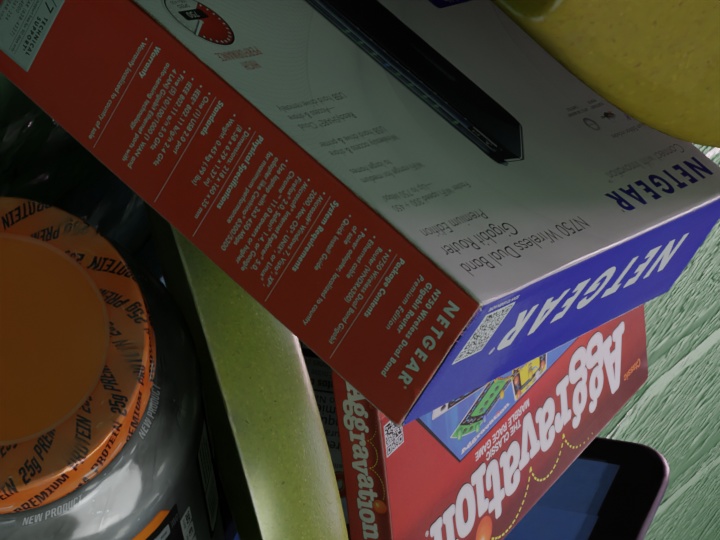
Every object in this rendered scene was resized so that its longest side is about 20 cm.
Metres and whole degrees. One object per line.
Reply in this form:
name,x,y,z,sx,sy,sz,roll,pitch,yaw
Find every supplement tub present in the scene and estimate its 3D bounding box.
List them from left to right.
supplement tub,-0.109,0.059,0.944,0.123,0.122,0.200,-45,163,-16

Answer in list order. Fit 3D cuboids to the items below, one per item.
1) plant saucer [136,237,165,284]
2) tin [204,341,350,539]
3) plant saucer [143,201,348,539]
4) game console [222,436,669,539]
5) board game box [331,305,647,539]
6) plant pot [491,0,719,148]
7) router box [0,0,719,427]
plant saucer,-0.039,-0.035,1.111,0.200,0.019,0.070,-50,164,-3
tin,0.000,0.000,1.040,0.042,0.112,0.201,-5,101,-60
plant saucer,-0.038,0.032,0.952,0.031,0.201,0.200,-17,158,-6
game console,-0.007,0.096,1.105,0.171,0.199,0.119,29,71,-60
board game box,0.050,0.036,1.004,0.200,0.019,0.103,-42,134,-50
plant pot,0.095,-0.157,0.899,0.200,0.195,0.195,-13,141,-55
router box,0.005,-0.048,0.904,0.049,0.179,0.200,-57,163,26
